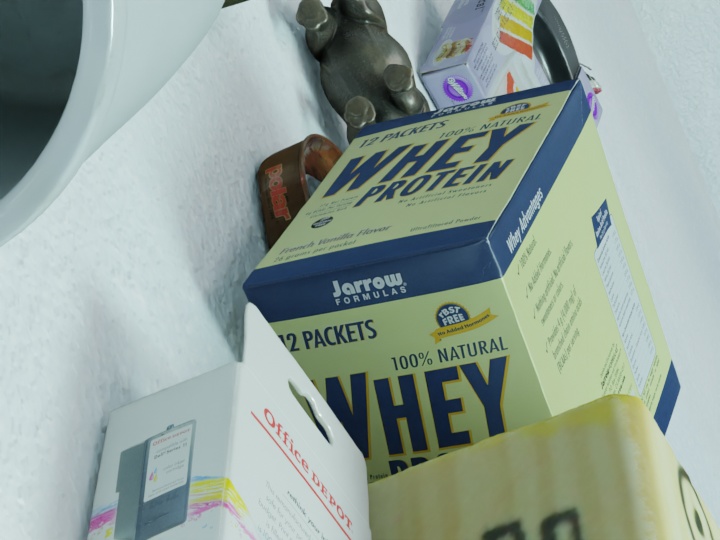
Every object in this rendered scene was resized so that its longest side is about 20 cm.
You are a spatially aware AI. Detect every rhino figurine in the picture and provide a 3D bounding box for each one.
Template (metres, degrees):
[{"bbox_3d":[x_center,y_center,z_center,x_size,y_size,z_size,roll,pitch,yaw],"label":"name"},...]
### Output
[{"bbox_3d":[0.015,-0.100,1.185,0.087,0.060,0.200,64,3,-75],"label":"rhino figurine"}]

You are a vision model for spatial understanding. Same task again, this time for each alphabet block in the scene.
[{"bbox_3d":[0.080,0.209,0.811,0.195,0.196,0.200,56,21,-37],"label":"alphabet block"}]

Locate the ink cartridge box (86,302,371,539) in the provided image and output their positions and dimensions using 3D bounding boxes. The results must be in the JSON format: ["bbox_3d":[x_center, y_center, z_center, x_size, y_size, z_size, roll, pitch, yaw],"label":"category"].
[{"bbox_3d":[-0.051,0.121,0.735,0.117,0.067,0.200,56,22,-33],"label":"ink cartridge box"}]

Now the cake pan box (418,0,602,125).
[{"bbox_3d":[0.134,-0.151,1.574,0.184,0.052,0.200,61,34,-28],"label":"cake pan box"}]

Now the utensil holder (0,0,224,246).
[{"bbox_3d":[-0.134,-0.105,0.593,0.170,0.170,0.200,64,15,-14],"label":"utensil holder"}]

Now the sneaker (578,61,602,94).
[{"bbox_3d":[0.174,-0.190,1.768,0.075,0.080,0.200,69,17,9],"label":"sneaker"}]

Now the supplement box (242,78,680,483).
[{"bbox_3d":[0.064,0.036,0.977,0.200,0.134,0.200,68,27,-21],"label":"supplement box"}]

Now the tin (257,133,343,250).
[{"bbox_3d":[0.000,0.000,1.087,0.200,0.042,0.112,45,24,-51],"label":"tin"}]

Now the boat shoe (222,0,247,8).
[{"bbox_3d":[-0.080,-0.174,0.997,0.066,0.072,0.201,71,21,-8],"label":"boat shoe"}]
